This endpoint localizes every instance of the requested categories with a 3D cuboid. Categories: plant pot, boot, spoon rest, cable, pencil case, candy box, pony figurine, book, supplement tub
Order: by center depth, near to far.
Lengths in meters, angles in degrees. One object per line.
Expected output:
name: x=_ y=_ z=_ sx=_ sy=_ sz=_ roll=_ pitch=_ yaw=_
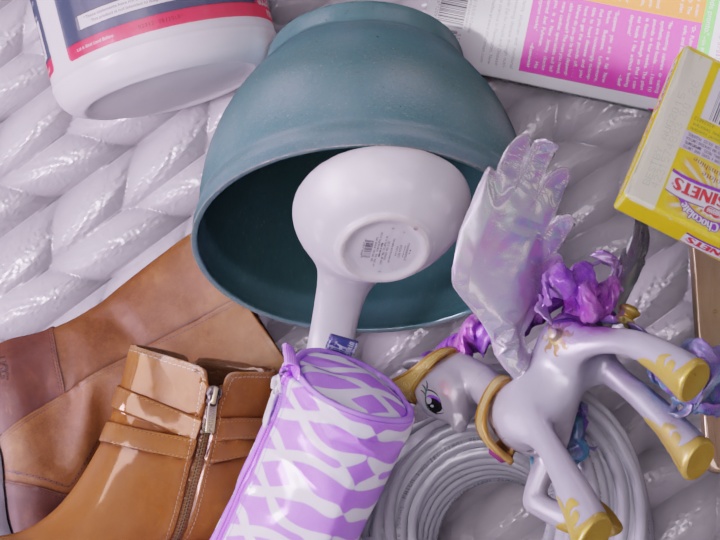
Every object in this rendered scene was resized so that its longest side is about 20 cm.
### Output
candy box: x=0.246 y=-0.035 z=1.584 sx=0.200 sy=0.026 sz=0.102 roll=27 pitch=68 yaw=-4
pony figurine: x=0.111 y=0.046 z=1.601 sx=0.200 sy=0.166 sz=0.193 roll=34 pitch=93 yaw=43
pencil case: x=-0.043 y=0.139 z=1.625 sx=0.085 sy=0.084 sz=0.200 roll=16 pitch=107 yaw=-25
spoon rest: x=0.000 y=0.000 z=1.645 sx=0.099 sy=0.200 sz=0.061 roll=7 pitch=44 yaw=-13
boot: x=-0.142 y=0.119 z=1.672 sx=0.074 sy=0.200 sz=0.155 roll=23 pitch=106 yaw=58
cable: x=0.072 y=0.153 z=1.682 sx=0.200 sy=0.069 sz=0.200 roll=-34 pitch=60 yaw=-1
plant pot: x=0.003 y=-0.071 z=1.697 sx=0.200 sy=0.200 sz=0.135 roll=-9 pitch=56 yaw=14
book: x=0.142 y=-0.168 z=1.728 sx=0.199 sy=0.048 sz=0.134 roll=14 pitch=92 yaw=16
boot: x=-0.131 y=0.100 z=1.747 sx=0.200 sy=0.068 sz=0.189 roll=-28 pitch=77 yaw=0
supplement tub: x=-0.138 y=-0.202 z=1.754 sx=0.140 sy=0.140 sz=0.201 roll=-16 pitch=82 yaw=13

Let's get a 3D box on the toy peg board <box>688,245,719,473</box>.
toy peg board: x=0.285 y=0.012 z=1.665 sx=0.198 sy=0.098 sz=0.201 roll=-3 pitch=85 yaw=-1
